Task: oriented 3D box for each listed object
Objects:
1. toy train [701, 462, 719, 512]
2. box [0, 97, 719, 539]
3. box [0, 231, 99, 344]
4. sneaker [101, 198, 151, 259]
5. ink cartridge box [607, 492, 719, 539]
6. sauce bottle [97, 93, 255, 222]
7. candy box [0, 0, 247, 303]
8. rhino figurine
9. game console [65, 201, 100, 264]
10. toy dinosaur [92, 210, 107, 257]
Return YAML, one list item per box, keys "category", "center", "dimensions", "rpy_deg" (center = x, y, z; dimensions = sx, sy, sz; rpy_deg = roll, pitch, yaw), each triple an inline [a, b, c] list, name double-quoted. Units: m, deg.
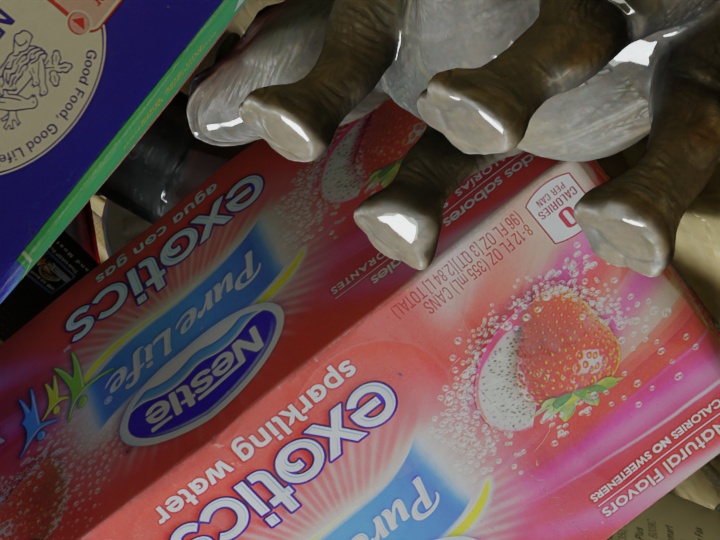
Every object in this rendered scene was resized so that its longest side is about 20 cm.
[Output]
- category: "toy train"
  center: [0.135, 0.160, 0.925]
  dimensions: [0.200, 0.116, 0.084]
  rpy_deg: [44, 161, -32]
- category: "box"
  center: [-0.014, 0.042, 0.678]
  dimensions: [0.103, 0.200, 0.095]
  rpy_deg: [49, -173, -34]
- category: "box"
  center: [-0.162, 0.007, 0.805]
  dimensions: [0.200, 0.160, 0.044]
  rpy_deg: [43, 124, 5]
- category: "sneaker"
  center: [-0.001, 0.037, 0.917]
  dimensions: [0.200, 0.075, 0.105]
  rpy_deg: [37, 166, 3]
- category: "ink cartridge box"
  center: [0.095, 0.153, 0.835]
  dimensions: [0.199, 0.147, 0.084]
  rpy_deg: [23, -158, -4]
- category: "sauce bottle"
  center: [0.000, 0.000, 0.789]
  dimensions: [0.199, 0.066, 0.066]
  rpy_deg: [29, 164, 14]
- category: "candy box"
  center: [-0.091, -0.047, 0.669]
  dimensions: [0.077, 0.169, 0.200]
  rpy_deg: [39, 165, -7]
- category: "rhino figurine"
  center: [0.021, -0.048, 0.589]
  dimensions: [0.060, 0.088, 0.200]
  rpy_deg: [50, 159, -24]
- category: "game console"
  center: [-0.192, 0.009, 0.932]
  dimensions: [0.199, 0.119, 0.172]
  rpy_deg: [-21, 133, 34]
- category: "toy dinosaur"
  center: [-0.054, 0.043, 1.027]
  dimensions: [0.058, 0.102, 0.200]
  rpy_deg: [-3, -149, -40]
